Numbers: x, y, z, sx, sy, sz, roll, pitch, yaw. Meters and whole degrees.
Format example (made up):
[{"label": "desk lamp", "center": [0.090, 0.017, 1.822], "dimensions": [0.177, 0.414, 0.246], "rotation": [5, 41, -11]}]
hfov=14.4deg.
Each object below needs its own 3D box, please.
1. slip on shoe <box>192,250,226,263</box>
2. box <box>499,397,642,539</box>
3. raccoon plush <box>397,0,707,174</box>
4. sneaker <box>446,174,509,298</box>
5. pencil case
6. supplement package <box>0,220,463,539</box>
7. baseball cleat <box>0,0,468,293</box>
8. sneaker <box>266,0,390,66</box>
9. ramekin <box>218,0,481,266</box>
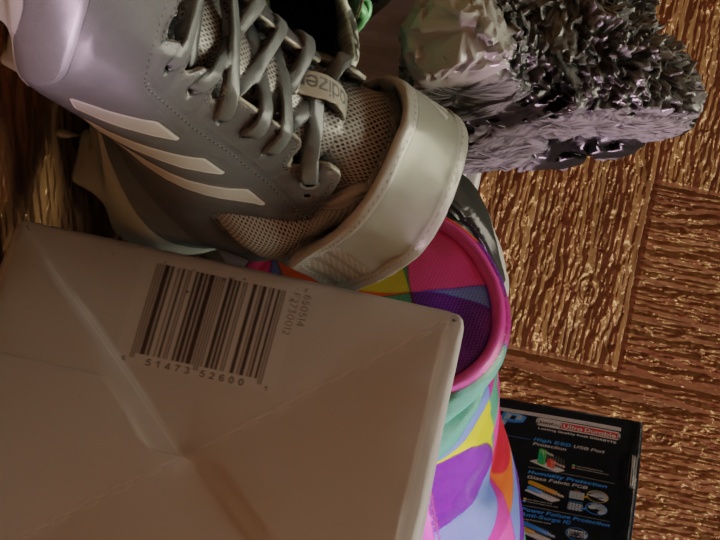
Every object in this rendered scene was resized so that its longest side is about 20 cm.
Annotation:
[{"label": "slip on shoe", "center": [-0.073, 0.084, 0.922], "dimensions": [0.074, 0.061, 0.200], "rotation": [-10, 109, -37]}, {"label": "box", "center": [0.015, 0.104, 1.194], "dimensions": [0.159, 0.200, 0.046], "rotation": [-73, 172, -62]}, {"label": "raccoon plush", "center": [0.059, -0.112, 0.935], "dimensions": [0.200, 0.097, 0.134], "rotation": [56, 26, -79]}, {"label": "sneaker", "center": [0.000, 0.000, 0.950], "dimensions": [0.200, 0.075, 0.116], "rotation": [99, -13, -53]}, {"label": "pencil case", "center": [0.012, 0.066, 0.872], "dimensions": [0.200, 0.088, 0.088], "rotation": [78, 22, -53]}, {"label": "supplement package", "center": [-0.050, 0.100, 0.767], "dimensions": [0.200, 0.121, 0.120], "rotation": [98, 5, -55]}, {"label": "baseball cleat", "center": [-0.027, -0.051, 0.672], "dimensions": [0.200, 0.106, 0.070], "rotation": [73, 32, -74]}, {"label": "sneaker", "center": [-0.022, -0.090, 0.817], "dimensions": [0.200, 0.077, 0.089], "rotation": [56, 27, -75]}, {"label": "ramekin", "center": [-0.005, -0.055, 1.108], "dimensions": [0.200, 0.105, 0.200], "rotation": [12, 90, -86]}]
